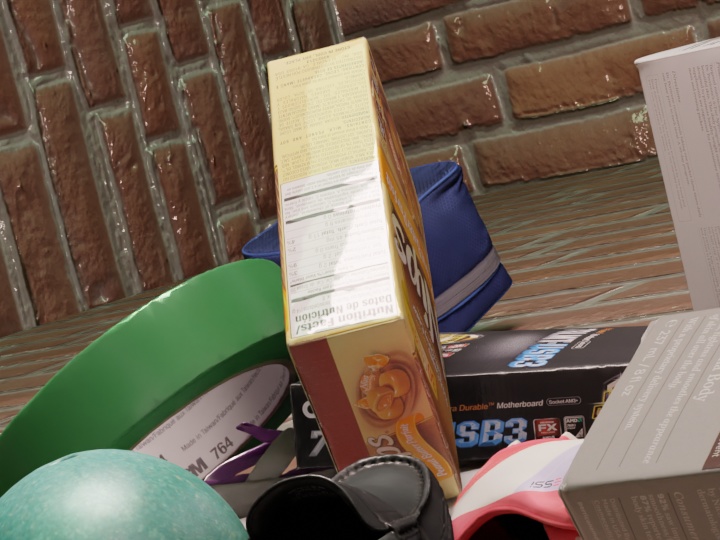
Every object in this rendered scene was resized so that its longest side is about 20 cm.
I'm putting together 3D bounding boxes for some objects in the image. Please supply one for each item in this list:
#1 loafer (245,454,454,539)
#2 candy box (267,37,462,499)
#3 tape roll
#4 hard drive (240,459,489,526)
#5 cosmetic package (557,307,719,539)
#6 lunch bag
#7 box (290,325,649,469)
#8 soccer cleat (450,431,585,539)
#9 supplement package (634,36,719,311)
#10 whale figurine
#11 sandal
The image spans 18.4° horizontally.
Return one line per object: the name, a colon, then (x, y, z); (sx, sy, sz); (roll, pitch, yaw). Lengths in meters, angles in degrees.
loafer: (-0.009, 0.105, 0.819); (0.068, 0.071, 0.201); (-8, 15, 17)
candy box: (0.000, 0.000, 1.023); (0.055, 0.116, 0.201); (-14, 42, 6)
tape roll: (-0.105, 0.078, 1.145); (0.200, 0.048, 0.201); (-36, -16, -12)
hard drive: (-0.031, 0.130, 1.020); (0.199, 0.026, 0.132); (-14, 4, 5)
cosmetic package: (0.178, 0.061, 0.703); (0.199, 0.090, 0.107); (-15, 24, 35)
lunch bag: (0.011, 0.008, 1.770); (0.199, 0.133, 0.136); (-8, 23, 47)
box: (0.086, 0.061, 1.133); (0.197, 0.050, 0.200); (-5, 4, 17)
soccer cleat: (0.113, 0.086, 0.852); (0.200, 0.067, 0.077); (-20, 23, 42)
supplement package: (0.281, -0.049, 1.196); (0.147, 0.192, 0.200); (-17, 6, -29)
whale figurine: (-0.135, 0.129, 0.861); (0.199, 0.104, 0.159); (-12, 5, 23)
sandal: (-0.053, 0.102, 1.145); (0.082, 0.050, 0.202); (-18, -7, 43)
